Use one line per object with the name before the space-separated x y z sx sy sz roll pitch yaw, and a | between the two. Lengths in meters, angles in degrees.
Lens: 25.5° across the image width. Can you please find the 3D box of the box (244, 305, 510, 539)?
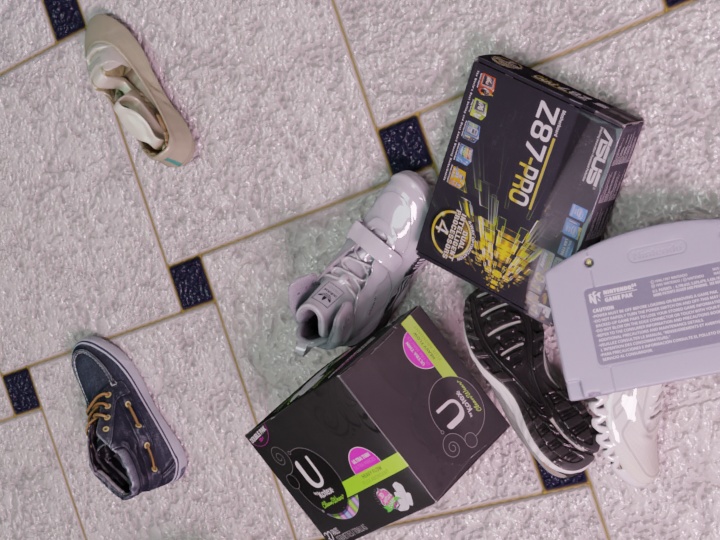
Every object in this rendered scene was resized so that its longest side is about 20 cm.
box | 0.014 0.151 1.504 0.149 0.124 0.200 51 144 -1

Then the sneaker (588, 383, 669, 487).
sneaker | 0.244 0.094 1.405 0.081 0.075 0.201 -7 99 27

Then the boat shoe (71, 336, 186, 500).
boat shoe | -0.282 0.163 1.791 0.201 0.091 0.071 51 125 15

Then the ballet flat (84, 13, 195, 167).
ballet flat | -0.247 -0.192 1.692 0.200 0.069 0.070 53 125 14

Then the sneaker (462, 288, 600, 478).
sneaker | 0.150 0.105 1.474 0.079 0.074 0.201 94 152 -67

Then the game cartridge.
game cartridge | 0.261 0.027 1.349 0.199 0.041 0.134 -12 89 17

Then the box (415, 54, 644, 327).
box | 0.149 -0.073 1.440 0.161 0.049 0.201 29 114 26

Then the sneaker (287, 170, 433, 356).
sneaker | 0.000 0.000 1.528 0.075 0.115 0.201 37 121 22
